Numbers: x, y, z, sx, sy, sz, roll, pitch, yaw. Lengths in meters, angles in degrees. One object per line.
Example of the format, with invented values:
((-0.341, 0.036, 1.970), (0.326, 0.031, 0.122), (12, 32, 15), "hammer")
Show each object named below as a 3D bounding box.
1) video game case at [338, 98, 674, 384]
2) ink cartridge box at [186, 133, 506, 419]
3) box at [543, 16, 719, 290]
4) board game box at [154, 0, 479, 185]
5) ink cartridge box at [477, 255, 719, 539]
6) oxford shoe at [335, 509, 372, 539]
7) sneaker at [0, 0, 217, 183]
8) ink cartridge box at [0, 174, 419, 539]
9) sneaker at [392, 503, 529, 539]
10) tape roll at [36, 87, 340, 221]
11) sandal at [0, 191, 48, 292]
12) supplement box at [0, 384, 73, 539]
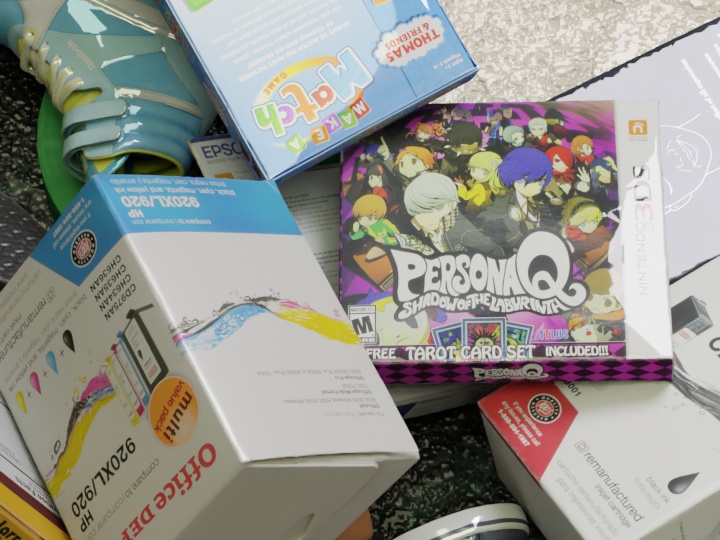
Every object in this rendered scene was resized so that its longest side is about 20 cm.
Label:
((0.086, -0.018, 1.482), (0.199, 0.036, 0.182), (0, 61, 3), "video game case")
((0.000, 0.000, 1.544), (0.196, 0.043, 0.200), (-9, 63, -39), "ink cartridge box")
((0.196, -0.052, 1.585), (0.200, 0.107, 0.149), (-25, 71, -13), "box")
((-0.042, -0.170, 1.493), (0.151, 0.037, 0.200), (-29, 85, -13), "board game box")
((0.194, 0.096, 1.476), (0.200, 0.084, 0.144), (-30, 50, -11), "ink cartridge box")
((-0.050, 0.092, 1.516), (0.071, 0.071, 0.200), (0, 56, -38), "oxford shoe")
((-0.184, -0.117, 1.557), (0.199, 0.080, 0.131), (17, 67, 5), "sneaker")
((-0.095, 0.069, 1.397), (0.144, 0.147, 0.200), (1, 51, -47), "ink cartridge box")
((0.018, 0.210, 1.488), (0.199, 0.078, 0.080), (-23, 66, 0), "sneaker")
((-0.111, -0.081, 1.612), (0.200, 0.048, 0.201), (1, 67, -2), "tape roll")
((-0.215, 0.008, 1.562), (0.200, 0.048, 0.075), (33, 41, 15), "sandal")
((-0.289, 0.126, 1.407), (0.197, 0.133, 0.200), (-34, 47, 8), "supplement box")
